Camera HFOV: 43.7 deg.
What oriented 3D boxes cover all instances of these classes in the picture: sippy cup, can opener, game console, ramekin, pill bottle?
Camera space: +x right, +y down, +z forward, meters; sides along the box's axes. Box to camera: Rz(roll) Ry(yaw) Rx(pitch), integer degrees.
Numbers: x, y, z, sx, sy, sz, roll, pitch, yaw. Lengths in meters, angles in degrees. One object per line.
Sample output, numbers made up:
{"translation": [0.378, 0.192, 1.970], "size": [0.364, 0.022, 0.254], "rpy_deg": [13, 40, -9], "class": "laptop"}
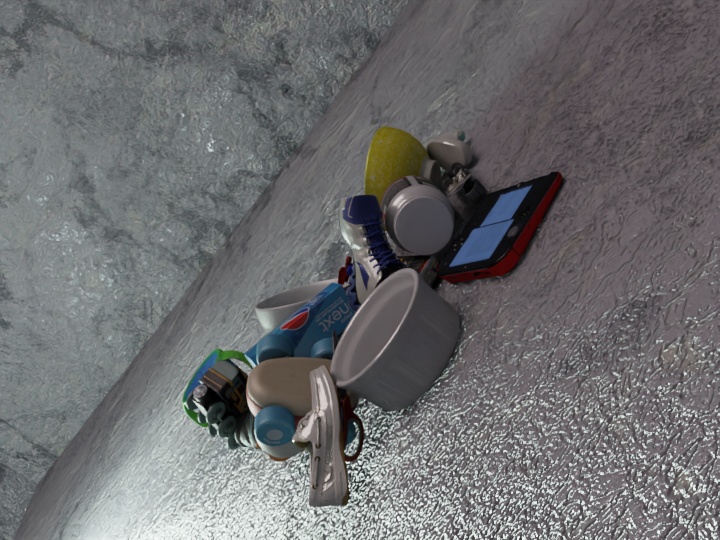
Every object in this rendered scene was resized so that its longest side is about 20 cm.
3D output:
{"translation": [-0.282, 0.254, 1.883], "size": [0.178, 0.130, 0.140], "rpy_deg": [-28, 30, 56], "class": "sippy cup"}
{"translation": [0.177, -0.145, 1.555], "size": [0.053, 0.067, 0.200], "rpy_deg": [-46, 4, 10], "class": "can opener"}
{"translation": [0.202, -0.062, 1.338], "size": [0.177, 0.031, 0.200], "rpy_deg": [-60, 18, -17], "class": "game console"}
{"translation": [0.053, 0.105, 1.300], "size": [0.201, 0.098, 0.201], "rpy_deg": [-49, 16, 20], "class": "ramekin"}
{"translation": [0.095, -0.092, 1.510], "size": [0.116, 0.116, 0.200], "rpy_deg": [-51, 10, 9], "class": "pill bottle"}

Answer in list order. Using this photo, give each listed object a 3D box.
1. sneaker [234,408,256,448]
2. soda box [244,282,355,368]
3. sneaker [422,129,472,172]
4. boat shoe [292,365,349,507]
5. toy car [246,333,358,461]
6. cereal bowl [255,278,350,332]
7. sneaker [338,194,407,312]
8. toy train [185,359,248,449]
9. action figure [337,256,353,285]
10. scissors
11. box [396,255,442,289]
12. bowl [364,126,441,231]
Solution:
{"translation": [-0.170, 0.245, 1.705], "size": [0.079, 0.075, 0.201], "rpy_deg": [4, 72, 57], "class": "sneaker"}
{"translation": [-0.097, 0.108, 1.530], "size": [0.200, 0.068, 0.064], "rpy_deg": [-39, 12, -13], "class": "soda box"}
{"translation": [0.174, -0.238, 1.720], "size": [0.088, 0.075, 0.200], "rpy_deg": [-38, 16, -12], "class": "sneaker"}
{"translation": [-0.061, 0.230, 1.259], "size": [0.071, 0.069, 0.201], "rpy_deg": [100, 163, -62], "class": "boat shoe"}
{"translation": [-0.101, 0.237, 1.443], "size": [0.185, 0.176, 0.201], "rpy_deg": [-97, 15, -48], "class": "toy car"}
{"translation": [-0.093, 0.079, 1.700], "size": [0.199, 0.084, 0.200], "rpy_deg": [-16, 8, 2], "class": "cereal bowl"}
{"translation": [0.031, -0.022, 1.425], "size": [0.115, 0.080, 0.201], "rpy_deg": [9, 107, 58], "class": "sneaker"}
{"translation": [-0.256, 0.261, 1.736], "size": [0.085, 0.200, 0.114], "rpy_deg": [26, 65, 33], "class": "toy train"}
{"translation": [0.000, 0.000, 1.670], "size": [0.200, 0.065, 0.052], "rpy_deg": [-46, -30, -81], "class": "action figure"}
{"translation": [-0.023, 0.185, 1.338], "size": [0.014, 0.073, 0.201], "rpy_deg": [106, 174, -60], "class": "scissors"}
{"translation": [0.059, 0.041, 1.514], "size": [0.137, 0.040, 0.200], "rpy_deg": [-58, 17, -10], "class": "box"}
{"translation": [0.090, -0.169, 1.690], "size": [0.107, 0.201, 0.201], "rpy_deg": [4, 47, 20], "class": "bowl"}
